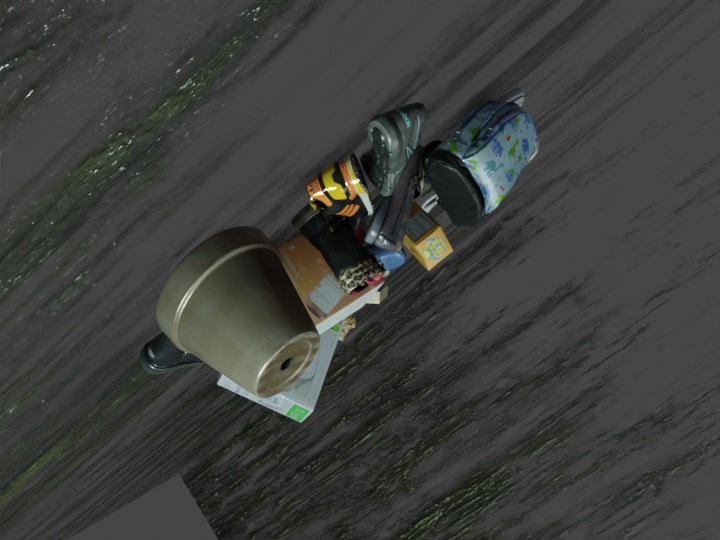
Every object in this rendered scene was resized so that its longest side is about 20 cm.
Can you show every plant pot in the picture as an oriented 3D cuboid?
[{"bbox_3d":[-0.151,0.071,0.935,0.199,0.173,0.202,-37,153,-22],"label":"plant pot"}]

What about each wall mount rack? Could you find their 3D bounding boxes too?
[{"bbox_3d":[0.147,-0.105,1.699,0.172,0.075,0.200,-31,169,-32],"label":"wall mount rack"}]

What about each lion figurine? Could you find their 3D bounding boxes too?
[{"bbox_3d":[-0.075,0.083,1.447,0.119,0.075,0.201,-7,-160,-3],"label":"lion figurine"}]

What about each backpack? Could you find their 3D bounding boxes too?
[{"bbox_3d":[0.217,-0.203,1.187,0.151,0.164,0.202,2,-131,40],"label":"backpack"}]

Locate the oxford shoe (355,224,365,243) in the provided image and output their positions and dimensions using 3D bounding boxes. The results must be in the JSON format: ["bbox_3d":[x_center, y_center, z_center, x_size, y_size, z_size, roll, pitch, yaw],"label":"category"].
[{"bbox_3d":[0.002,-0.041,1.474,0.072,0.072,0.200,-33,170,-45],"label":"oxford shoe"}]

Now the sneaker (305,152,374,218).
[{"bbox_3d":[-0.033,-0.115,1.010,0.088,0.072,0.200,-20,172,2],"label":"sneaker"}]

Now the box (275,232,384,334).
[{"bbox_3d":[-0.085,0.023,1.184,0.198,0.154,0.107,-31,170,-35],"label":"box"}]

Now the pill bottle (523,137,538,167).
[{"bbox_3d":[0.286,-0.233,1.470,0.110,0.112,0.200,-30,169,-34],"label":"pill bottle"}]

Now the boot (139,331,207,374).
[{"bbox_3d":[-0.253,0.095,1.131,0.167,0.078,0.198,-39,166,36],"label":"boot"}]

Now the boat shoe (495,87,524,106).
[{"bbox_3d":[0.243,-0.260,1.304,0.199,0.067,0.073,-40,171,15],"label":"boat shoe"}]

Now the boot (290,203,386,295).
[{"bbox_3d":[-0.015,-0.046,1.107,0.073,0.152,0.199,-39,171,26],"label":"boot"}]

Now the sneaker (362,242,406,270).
[{"bbox_3d":[0.000,0.000,1.376,0.194,0.090,0.080,-15,129,1],"label":"sneaker"}]

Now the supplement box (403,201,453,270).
[{"bbox_3d":[0.104,-0.082,1.313,0.068,0.067,0.201,-34,-147,1],"label":"supplement box"}]

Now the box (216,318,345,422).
[{"bbox_3d":[-0.141,0.140,1.235,0.097,0.173,0.204,-50,-164,59],"label":"box"}]

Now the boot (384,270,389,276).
[{"bbox_3d":[-0.006,0.009,1.693,0.153,0.073,0.200,-37,166,-2],"label":"boot"}]

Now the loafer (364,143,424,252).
[{"bbox_3d":[0.068,-0.118,1.099,0.203,0.062,0.072,-65,-176,-25],"label":"loafer"}]

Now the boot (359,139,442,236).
[{"bbox_3d":[0.072,-0.154,1.242,0.199,0.068,0.131,-42,166,-10],"label":"boot"}]

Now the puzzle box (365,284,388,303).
[{"bbox_3d":[-0.044,0.045,1.437,0.194,0.026,0.133,3,-175,9],"label":"puzzle box"}]

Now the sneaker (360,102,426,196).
[{"bbox_3d":[0.051,-0.172,0.982,0.079,0.076,0.200,-36,172,-14],"label":"sneaker"}]
